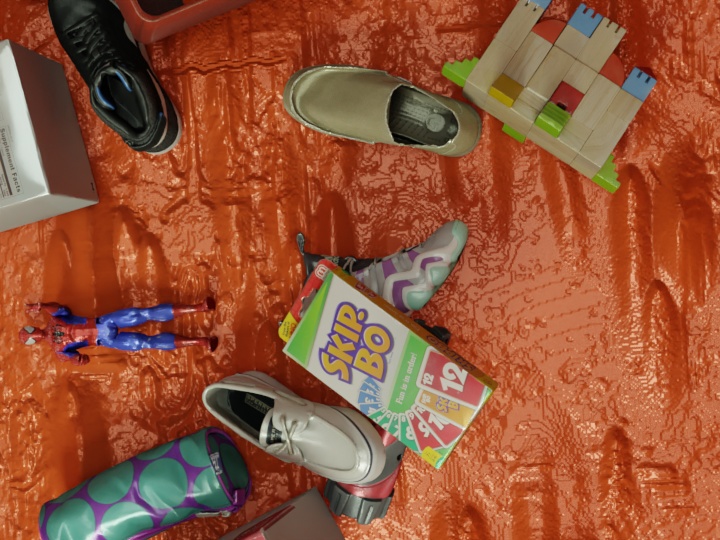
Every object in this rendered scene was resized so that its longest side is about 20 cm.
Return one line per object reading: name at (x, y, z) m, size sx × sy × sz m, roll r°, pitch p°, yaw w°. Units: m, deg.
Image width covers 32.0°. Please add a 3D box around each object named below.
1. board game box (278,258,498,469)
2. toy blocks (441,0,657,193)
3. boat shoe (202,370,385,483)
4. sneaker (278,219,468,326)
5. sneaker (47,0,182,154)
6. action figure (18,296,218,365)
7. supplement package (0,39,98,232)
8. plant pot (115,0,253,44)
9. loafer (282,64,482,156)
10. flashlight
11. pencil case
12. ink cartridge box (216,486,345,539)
board game box at (0.018, 0.082, 1.143) m, size 0.200 × 0.030 × 0.096 m, roll 37°, pitch 112°, yaw 14°
toy blocks at (0.198, -0.188, 1.199) m, size 0.200 × 0.100 × 0.137 m, roll 34°, pitch 83°, yaw 5°
boat shoe at (-0.068, 0.148, 1.190) m, size 0.200 × 0.066 × 0.072 m, roll 27°, pitch 110°, yaw 34°
sneaker at (0.000, 0.000, 1.220) m, size 0.140 × 0.078 × 0.200 m, roll 41°, pitch 94°, yaw 3°
sneaker at (-0.247, -0.207, 1.224) m, size 0.073 × 0.112 × 0.200 m, roll -36°, pitch 87°, yaw 4°
action figure at (-0.250, 0.059, 1.238) m, size 0.199 × 0.099 × 0.066 m, roll -4°, pitch 89°, yaw 8°
supplement package at (-0.386, -0.113, 1.218) m, size 0.199 × 0.152 × 0.151 m, roll -16°, pitch 89°, yaw 6°
plant pot at (-0.166, -0.319, 1.164) m, size 0.200 × 0.176 × 0.200 m, roll -27°, pitch 88°, yaw -19°
loafer at (0.020, -0.159, 1.220) m, size 0.199 × 0.068 × 0.076 m, roll 11°, pitch 92°, yaw 5°
flashlight at (0.022, 0.143, 1.198) m, size 0.068 × 0.068 × 0.201 m, roll 20°, pitch 113°, yaw 8°
pencil case at (-0.212, 0.230, 1.239) m, size 0.199 × 0.085 × 0.093 m, roll -25°, pitch 62°, yaw 6°
ink cartridge box at (-0.125, 0.298, 1.182) m, size 0.200 × 0.145 × 0.084 m, roll -32°, pitch 87°, yaw 19°
